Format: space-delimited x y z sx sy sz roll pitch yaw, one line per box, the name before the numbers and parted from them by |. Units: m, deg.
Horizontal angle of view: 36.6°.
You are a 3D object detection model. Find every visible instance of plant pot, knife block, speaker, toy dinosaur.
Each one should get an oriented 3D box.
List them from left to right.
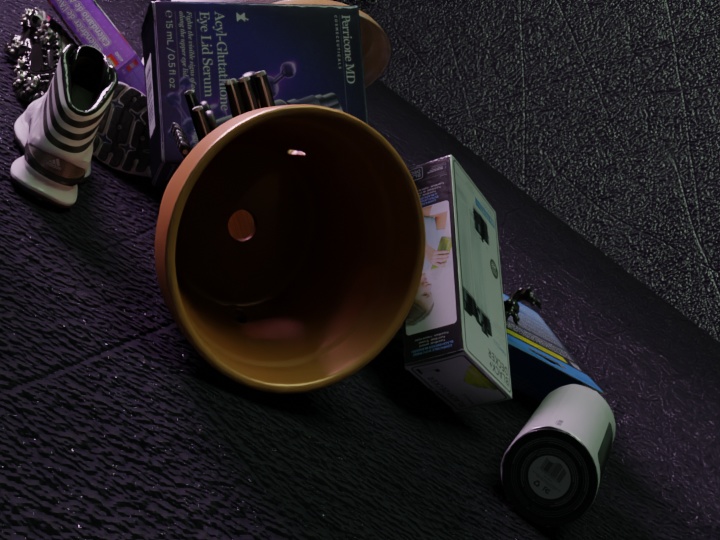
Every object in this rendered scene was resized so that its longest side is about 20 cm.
knife block | -0.079 -0.070 0.935 0.198 0.177 0.064 26 15 -27
plant pot | -0.068 -0.024 0.815 0.198 0.203 0.140 26 -2 -27
plant pot | -0.067 -0.227 1.136 0.199 0.198 0.028 17 59 -50
toy dinosaur | 0.128 0.043 1.089 0.048 0.087 0.201 59 34 -18
speaker | 0.178 0.156 0.957 0.081 0.082 0.200 35 13 12

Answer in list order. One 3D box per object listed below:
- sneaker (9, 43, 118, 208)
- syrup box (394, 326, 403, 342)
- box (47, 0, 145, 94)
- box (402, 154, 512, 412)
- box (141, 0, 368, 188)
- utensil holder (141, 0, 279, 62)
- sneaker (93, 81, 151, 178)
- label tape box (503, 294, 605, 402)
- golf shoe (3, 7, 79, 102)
sneaker | -0.240 -0.137 0.925 0.075 0.116 0.201 26 15 -23
syrup box | 0.000 0.000 1.082 0.198 0.082 0.079 23 15 -29
box | -0.268 -0.232 1.149 0.137 0.039 0.200 51 -5 9
box | 0.086 0.013 1.000 0.117 0.059 0.203 44 38 -50
box | -0.099 -0.162 1.016 0.196 0.151 0.104 -4 -6 -17
utensil holder | -0.187 -0.297 1.431 0.168 0.202 0.170 31 14 -8
sneaker | -0.202 -0.120 1.084 0.198 0.079 0.089 30 -4 -13
label tape box | 0.163 0.086 1.203 0.143 0.064 0.200 27 15 -21
golf shoe | -0.309 -0.212 1.122 0.088 0.078 0.200 33 12 -32
